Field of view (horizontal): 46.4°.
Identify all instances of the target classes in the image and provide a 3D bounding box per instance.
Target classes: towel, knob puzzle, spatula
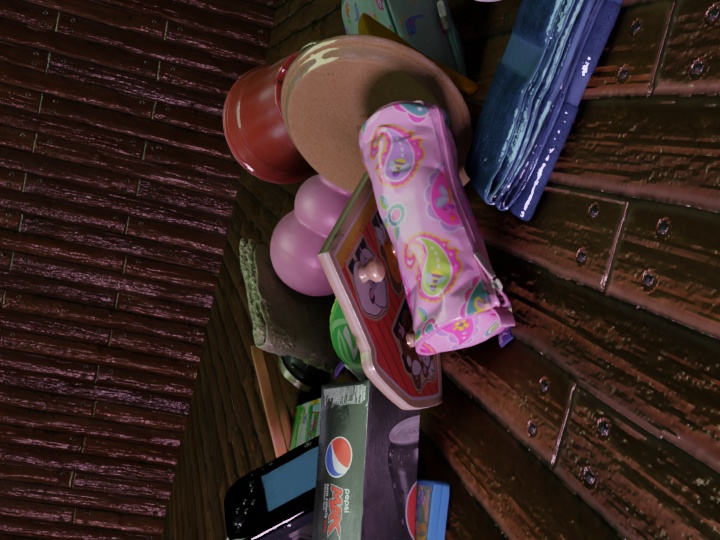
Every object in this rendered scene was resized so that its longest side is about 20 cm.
[{"bbox_3d":[0.135,-0.150,0.652,0.112,0.048,0.203,-107,32,-62],"label":"towel"},{"bbox_3d":[-0.094,0.047,1.135,0.037,0.147,0.201,-46,39,25],"label":"towel"},{"bbox_3d":[0.039,0.029,0.723,0.030,0.220,0.222,-16,51,22],"label":"knob puzzle"},{"bbox_3d":[-0.001,0.122,0.987,0.057,0.020,0.200,-61,19,3],"label":"spatula"}]

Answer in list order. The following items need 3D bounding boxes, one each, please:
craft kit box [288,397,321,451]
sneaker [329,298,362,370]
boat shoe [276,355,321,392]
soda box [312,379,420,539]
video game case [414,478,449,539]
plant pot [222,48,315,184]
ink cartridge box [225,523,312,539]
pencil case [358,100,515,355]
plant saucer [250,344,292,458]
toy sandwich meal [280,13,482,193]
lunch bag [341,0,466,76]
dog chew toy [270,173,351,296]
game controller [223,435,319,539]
[{"bbox_3d":[-0.055,0.264,1.046,0.197,0.048,0.203,149,131,-67],"label":"craft kit box"},{"bbox_3d":[0.017,0.038,0.891,0.084,0.073,0.202,-91,20,-50],"label":"sneaker"},{"bbox_3d":[-0.100,0.103,1.241,0.063,0.073,0.201,-54,30,5],"label":"boat shoe"},{"bbox_3d":[0.004,0.200,0.716,0.063,0.070,0.203,-14,65,45],"label":"soda box"},{"bbox_3d":[0.030,0.265,0.781,0.200,0.018,0.146,148,131,-70],"label":"video game case"},{"bbox_3d":[-0.096,-0.252,1.329,0.195,0.198,0.204,-7,72,65],"label":"plant pot"},{"bbox_3d":[-0.068,0.314,0.839,0.146,0.084,0.201,-54,24,19],"label":"ink cartridge box"},{"bbox_3d":[0.060,-0.035,0.669,0.088,0.086,0.203,128,131,-57],"label":"pencil case"},{"bbox_3d":[-0.123,0.206,1.226,0.200,0.032,0.204,165,90,-83],"label":"plant saucer"},{"bbox_3d":[0.024,-0.145,0.781,0.206,0.203,0.071,-58,8,51],"label":"toy sandwich meal"},{"bbox_3d":[0.042,-0.254,0.901,0.200,0.076,0.163,-169,62,-77],"label":"lunch bag"},{"bbox_3d":[-0.040,-0.069,1.106,0.202,0.123,0.125,-64,19,18],"label":"dog chew toy"},{"bbox_3d":[-0.041,0.197,0.815,0.042,0.198,0.105,65,177,-31],"label":"game controller"}]
